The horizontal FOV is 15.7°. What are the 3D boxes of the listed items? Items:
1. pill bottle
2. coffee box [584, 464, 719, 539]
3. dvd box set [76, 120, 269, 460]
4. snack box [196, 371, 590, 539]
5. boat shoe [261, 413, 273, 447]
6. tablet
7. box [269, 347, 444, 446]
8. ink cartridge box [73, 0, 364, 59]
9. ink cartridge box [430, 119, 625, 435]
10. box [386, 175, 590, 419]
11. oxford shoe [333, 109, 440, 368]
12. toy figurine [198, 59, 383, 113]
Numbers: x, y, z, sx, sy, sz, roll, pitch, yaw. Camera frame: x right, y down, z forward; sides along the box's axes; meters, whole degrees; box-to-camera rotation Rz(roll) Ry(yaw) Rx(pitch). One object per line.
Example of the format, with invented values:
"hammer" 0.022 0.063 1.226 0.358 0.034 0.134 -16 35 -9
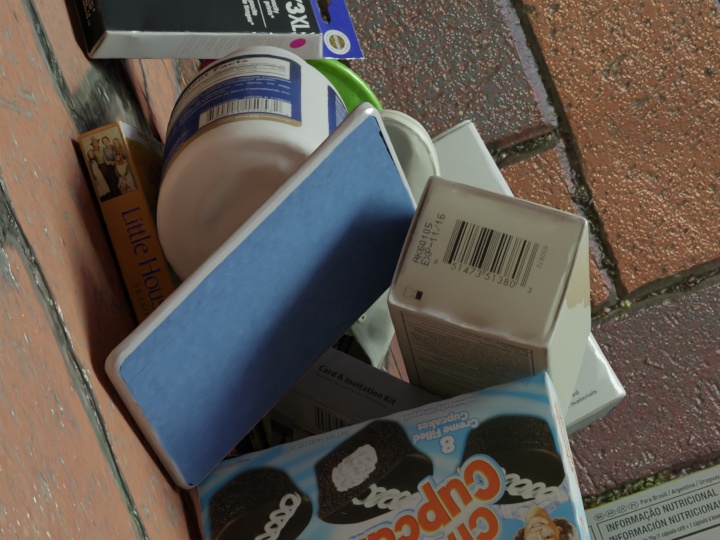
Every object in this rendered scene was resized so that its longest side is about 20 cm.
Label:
"pill bottle" -0.059 -0.062 1.507 0.200 0.111 0.111 -93 162 -68
"coffee box" 0.173 0.248 1.466 0.200 0.200 0.198 74 -3 -62
"dvd box set" -0.106 0.018 1.523 0.146 0.029 0.200 32 39 -81
"snack box" 0.017 0.135 1.385 0.037 0.200 0.116 61 15 -56
"boat shoe" -0.031 0.108 1.765 0.200 0.063 0.073 48 22 -77
"tablet" -0.046 0.015 1.385 0.014 0.200 0.130 34 -19 35
"box" 0.021 0.133 1.581 0.041 0.156 0.200 -55 159 -30
"ink cartridge box" -0.090 -0.181 1.665 0.037 0.200 0.095 -46 -126 48
"ink cartridge box" 0.082 0.017 1.677 0.200 0.085 0.145 62 -2 8
"box" 0.075 0.026 1.462 0.200 0.095 0.078 76 31 -72
"oxford shoe" 0.000 0.000 1.586 0.058 0.075 0.200 -47 156 -65
"toy figurine" -0.063 -0.058 1.694 0.184 0.150 0.200 -85 166 -56
